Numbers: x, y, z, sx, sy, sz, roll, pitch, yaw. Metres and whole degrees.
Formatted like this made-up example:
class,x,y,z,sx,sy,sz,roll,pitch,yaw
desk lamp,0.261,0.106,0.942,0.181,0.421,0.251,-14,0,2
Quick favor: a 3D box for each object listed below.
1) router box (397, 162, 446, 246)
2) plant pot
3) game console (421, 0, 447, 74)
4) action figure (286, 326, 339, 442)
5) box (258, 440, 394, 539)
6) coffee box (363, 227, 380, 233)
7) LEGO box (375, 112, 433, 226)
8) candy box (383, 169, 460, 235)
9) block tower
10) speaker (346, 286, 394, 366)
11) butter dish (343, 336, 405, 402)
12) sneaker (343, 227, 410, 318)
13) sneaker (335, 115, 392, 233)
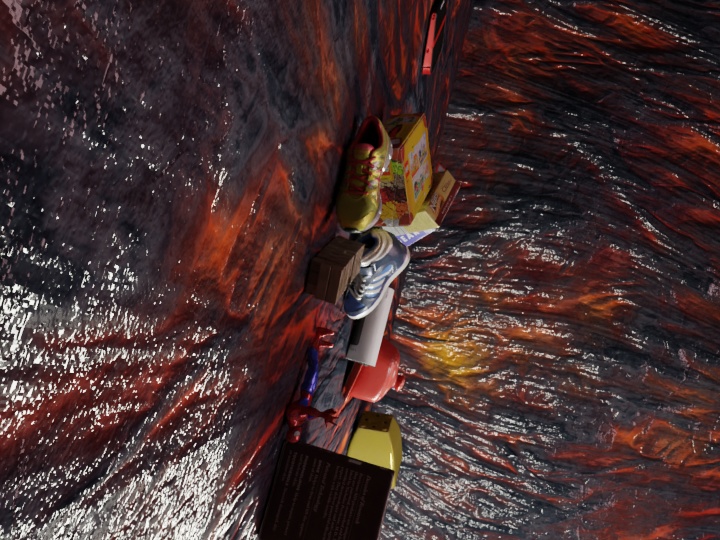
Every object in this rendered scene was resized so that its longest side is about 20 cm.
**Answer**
class,x,y,z,sx,sy,sz,roll,pitch,yaw
router box,0.111,-0.135,1.679,0.198,0.049,0.182,-30,-149,45
plant pot,0.051,0.629,2.587,0.196,0.188,0.206,-60,154,-65
game console,0.200,-0.644,1.927,0.202,0.030,0.180,-69,166,-48
action figure,-0.063,0.202,1.199,0.066,0.096,0.203,93,16,-54
box,-0.053,0.406,1.249,0.166,0.194,0.169,76,29,-76
coffee box,0.047,-0.184,1.512,0.125,0.043,0.203,95,11,-47
LEGO box,0.076,-0.196,1.375,0.201,0.075,0.153,-57,142,-56
candy box,0.112,-0.139,1.543,0.198,0.055,0.117,-9,-137,54
block tower,-0.038,-0.006,1.148,0.200,0.052,0.060,-53,157,-74
speaker,0.025,0.138,1.817,0.081,0.079,0.206,62,43,-79
butter dish,0.053,0.276,1.950,0.204,0.145,0.199,-65,174,9
sneaker,0.000,0.000,1.461,0.201,0.081,0.145,-48,140,14
sneaker,0.000,-0.156,1.129,0.091,0.076,0.205,74,24,-60
